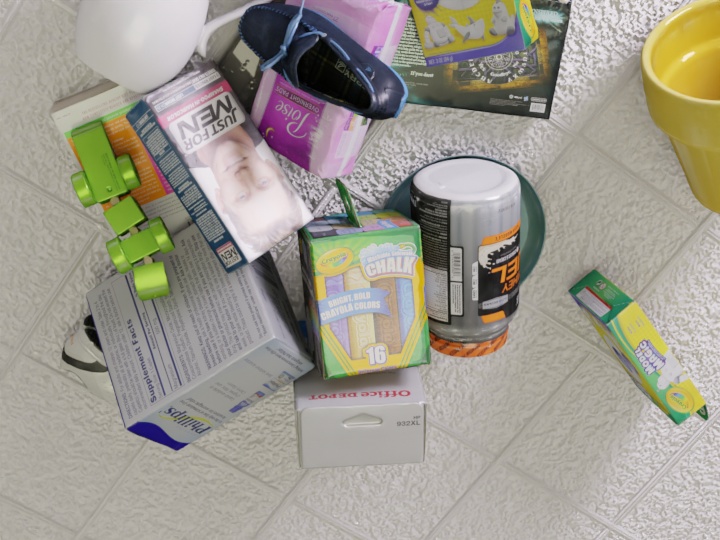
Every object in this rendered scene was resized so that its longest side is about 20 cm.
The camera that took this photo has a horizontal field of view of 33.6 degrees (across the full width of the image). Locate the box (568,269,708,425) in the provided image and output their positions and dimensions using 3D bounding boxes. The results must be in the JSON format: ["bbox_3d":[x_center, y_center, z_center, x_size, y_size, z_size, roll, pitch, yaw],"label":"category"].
[{"bbox_3d":[0.336,0.100,1.427,0.048,0.117,0.200,-40,113,2],"label":"box"}]

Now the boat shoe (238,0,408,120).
[{"bbox_3d":[-0.044,-0.213,1.171,0.199,0.069,0.085,26,112,24],"label":"boat shoe"}]

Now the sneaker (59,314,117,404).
[{"bbox_3d":[-0.274,0.135,1.440,0.080,0.074,0.200,-37,110,29],"label":"sneaker"}]

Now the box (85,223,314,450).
[{"bbox_3d":[-0.181,0.067,1.332,0.199,0.185,0.105,-31,149,11],"label":"box"}]

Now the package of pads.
[{"bbox_3d":[-0.038,-0.210,1.253,0.120,0.076,0.201,32,115,24],"label":"package of pads"}]

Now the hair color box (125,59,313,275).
[{"bbox_3d":[-0.147,-0.109,1.255,0.100,0.060,0.201,-36,97,-32],"label":"hair color box"}]

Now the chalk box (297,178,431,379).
[{"bbox_3d":[0.000,0.000,1.311,0.123,0.124,0.202,-6,104,-8],"label":"chalk box"}]

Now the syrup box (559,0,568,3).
[{"bbox_3d":[0.239,-0.379,1.213,0.081,0.079,0.200,36,109,-20],"label":"syrup box"}]

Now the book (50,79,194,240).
[{"bbox_3d":[-0.238,-0.116,1.324,0.133,0.048,0.201,-20,117,2],"label":"book"}]

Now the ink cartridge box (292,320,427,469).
[{"bbox_3d":[-0.006,0.137,1.380,0.144,0.200,0.084,-3,116,-3],"label":"ink cartridge box"}]

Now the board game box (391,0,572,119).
[{"bbox_3d":[0.121,-0.242,1.299,0.198,0.028,0.136,6,115,-7],"label":"board game box"}]

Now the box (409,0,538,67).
[{"bbox_3d":[0.099,-0.314,1.198,0.117,0.048,0.201,-5,112,31],"label":"box"}]

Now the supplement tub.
[{"bbox_3d":[0.118,-0.013,1.331,0.122,0.123,0.201,-4,117,-2],"label":"supplement tub"}]

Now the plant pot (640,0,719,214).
[{"bbox_3d":[0.411,-0.168,1.280,0.199,0.201,0.190,-17,133,4],"label":"plant pot"}]

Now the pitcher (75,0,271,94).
[{"bbox_3d":[-0.184,-0.274,1.215,0.171,0.121,0.201,28,99,-22],"label":"pitcher"}]

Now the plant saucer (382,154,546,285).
[{"bbox_3d":[0.117,-0.046,1.397,0.198,0.027,0.201,-2,116,-4],"label":"plant saucer"}]

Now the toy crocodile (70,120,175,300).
[{"bbox_3d":[-0.253,-0.063,1.274,0.067,0.062,0.201,-27,92,-3],"label":"toy crocodile"}]
